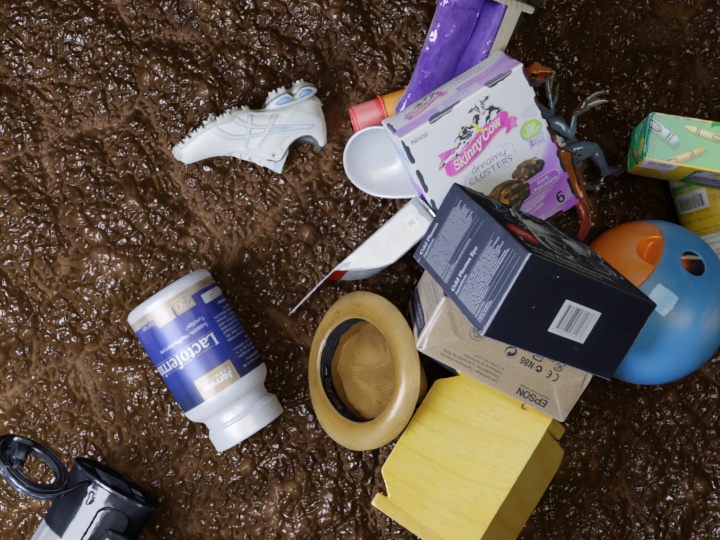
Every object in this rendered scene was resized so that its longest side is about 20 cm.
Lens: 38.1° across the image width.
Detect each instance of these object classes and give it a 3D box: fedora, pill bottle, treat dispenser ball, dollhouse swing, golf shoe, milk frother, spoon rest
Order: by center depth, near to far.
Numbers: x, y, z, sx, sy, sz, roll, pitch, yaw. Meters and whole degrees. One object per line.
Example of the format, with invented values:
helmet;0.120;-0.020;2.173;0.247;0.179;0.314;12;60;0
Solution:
milk frother;-0.364;0.307;1.197;0.199;0.180;0.189;32;83;-7
pill bottle;-0.184;0.110;1.264;0.115;0.116;0.201;-32;91;-7
fedora;0.020;0.123;1.278;0.081;0.199;0.203;9;85;-42
dollhouse swing;0.140;0.245;1.285;0.181;0.176;0.201;31;84;12
treat dispenser ball;0.353;0.039;1.286;0.198;0.201;0.204;0;87;-6
golf shoe;-0.134;-0.161;1.308;0.198;0.078;0.098;-23;95;-6
spoon rest;0.075;-0.128;1.321;0.198;0.061;0.100;11;124;-1
pill bottle;0.479;-0.038;1.350;0.110;0.111;0.202;-15;89;-7

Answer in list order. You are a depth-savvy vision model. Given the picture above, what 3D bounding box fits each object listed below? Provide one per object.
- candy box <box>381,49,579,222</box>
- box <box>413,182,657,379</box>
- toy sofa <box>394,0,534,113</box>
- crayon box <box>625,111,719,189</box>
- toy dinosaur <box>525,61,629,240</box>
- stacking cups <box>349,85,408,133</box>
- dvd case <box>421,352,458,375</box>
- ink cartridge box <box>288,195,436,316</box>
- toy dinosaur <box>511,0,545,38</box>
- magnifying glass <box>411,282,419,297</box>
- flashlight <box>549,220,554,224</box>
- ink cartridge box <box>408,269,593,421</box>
candy box;0.144;-0.128;1.236;0.167;0.072;0.201;-31;120;-2
box;0.191;0.010;1.169;0.198;0.182;0.105;19;108;-32
toy sofa;0.121;-0.249;1.264;0.097;0.083;0.202;16;109;-17
crayon box;0.427;-0.134;1.240;0.198;0.119;0.059;10;88;5
toy dinosaur;0.255;-0.169;1.316;0.180;0.105;0.202;27;69;-19
stacking cups;0.084;-0.223;1.342;0.198;0.061;0.061;-16;88;-7
dvd case;0.193;0.096;1.356;0.199;0.018;0.144;33;84;-3
ink cartridge box;0.000;0.000;1.268;0.200;0.160;0.047;-43;91;-7
toy dinosaur;0.173;-0.324;1.348;0.102;0.077;0.201;28;98;-37
magnifying glass;0.160;0.061;1.336;0.198;0.022;0.080;18;85;-4
flashlight;0.211;-0.095;1.345;0.067;0.068;0.202;-16;90;-12
ink cartridge box;0.160;0.078;1.239;0.198;0.165;0.076;27;103;-8
